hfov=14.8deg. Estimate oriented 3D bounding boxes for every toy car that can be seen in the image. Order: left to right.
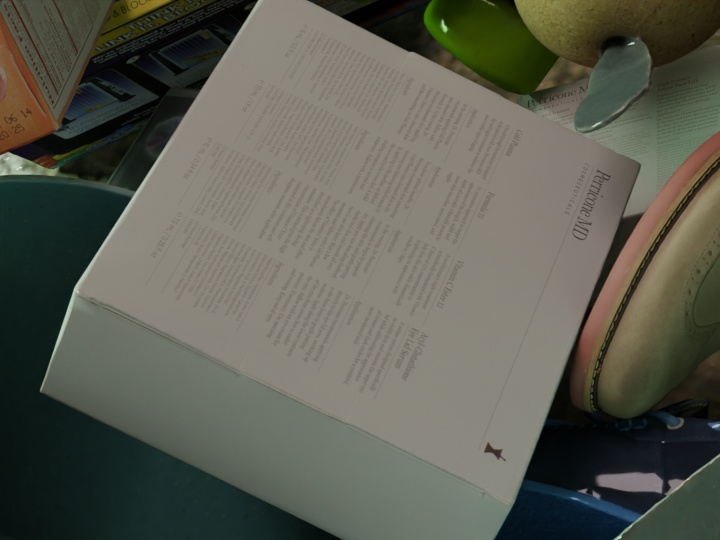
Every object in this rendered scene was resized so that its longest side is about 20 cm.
[{"bbox_3d":[0.078,-0.129,0.991,0.164,0.158,0.200,-54,29,16],"label":"toy car"}]

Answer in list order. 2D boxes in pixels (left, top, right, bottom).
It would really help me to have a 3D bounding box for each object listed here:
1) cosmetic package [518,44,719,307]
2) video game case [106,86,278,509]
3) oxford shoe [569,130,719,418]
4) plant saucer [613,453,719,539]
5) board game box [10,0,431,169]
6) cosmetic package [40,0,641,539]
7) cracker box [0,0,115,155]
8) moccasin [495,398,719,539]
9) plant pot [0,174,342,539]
[{"bbox_3d":[0.159,-0.047,1.055,0.199,0.051,0.083,-13,47,21],"label":"cosmetic package"},{"bbox_3d":[-0.038,0.009,1.065,0.200,0.023,0.182,8,55,36],"label":"video game case"},{"bbox_3d":[0.152,-0.015,0.943,0.075,0.070,0.200,38,73,24],"label":"oxford shoe"},{"bbox_3d":[0.110,0.087,0.799,0.201,0.201,0.039,-37,74,-6],"label":"plant saucer"},{"bbox_3d":[-0.080,-0.116,1.180,0.200,0.165,0.057,-23,78,9],"label":"board game box"},{"bbox_3d":[0.000,0.000,0.932,0.150,0.052,0.200,25,38,2],"label":"cosmetic package"},{"bbox_3d":[-0.166,-0.077,1.008,0.134,0.058,0.200,-22,17,10],"label":"cracker box"},{"bbox_3d":[0.113,0.081,0.955,0.199,0.081,0.068,7,48,18],"label":"moccasin"},{"bbox_3d":[-0.101,0.086,0.927,0.200,0.200,0.135,-90,22,-48],"label":"plant pot"}]
